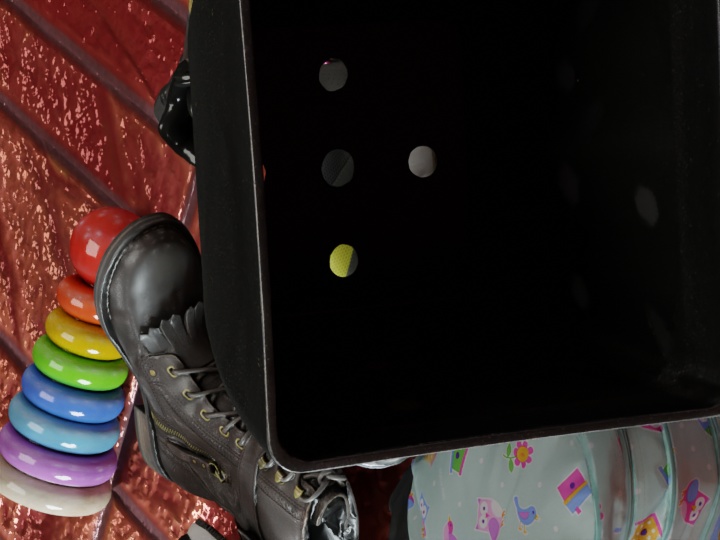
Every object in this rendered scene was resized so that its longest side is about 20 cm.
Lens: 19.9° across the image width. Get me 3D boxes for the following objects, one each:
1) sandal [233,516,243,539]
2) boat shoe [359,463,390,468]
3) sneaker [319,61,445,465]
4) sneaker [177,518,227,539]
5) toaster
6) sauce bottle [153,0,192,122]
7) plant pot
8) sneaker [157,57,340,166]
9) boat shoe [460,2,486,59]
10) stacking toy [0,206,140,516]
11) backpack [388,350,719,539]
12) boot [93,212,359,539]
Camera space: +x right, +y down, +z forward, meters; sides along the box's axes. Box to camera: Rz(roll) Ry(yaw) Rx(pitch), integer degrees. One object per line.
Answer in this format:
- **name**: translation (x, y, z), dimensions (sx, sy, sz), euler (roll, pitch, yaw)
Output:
- **sandal**: translation (-0.034, 0.074, 1.184), dimensions (0.075, 0.045, 0.201), euler (15, 101, 50)
- **boat shoe**: translation (0.000, 0.000, 1.052), dimensions (0.068, 0.071, 0.201), euler (164, 100, -79)
- **sneaker**: translation (-0.005, -0.006, 0.988), dimensions (0.074, 0.084, 0.201), euler (101, 167, -80)
- **sneaker**: translation (-0.094, 0.198, 1.165), dimensions (0.070, 0.090, 0.200), euler (44, 170, -4)
- **toaster**: translation (0.155, -0.031, 0.901), dimensions (0.200, 0.113, 0.130), euler (22, 112, 49)
- **sauce bottle**: translation (-0.063, -0.158, 1.193), dimensions (0.066, 0.066, 0.200), euler (56, 131, 32)
- **plant pot**: translation (0.022, -0.039, 0.842), dimensions (0.177, 0.199, 0.201), euler (-172, 77, -68)
- **sneaker**: translation (-0.048, -0.106, 1.092), dimensions (0.074, 0.088, 0.200), euler (42, 149, -14)
- **boat shoe**: translation (0.063, -0.118, 0.979), dimensions (0.063, 0.073, 0.201), euler (31, 119, 52)
- **stacking toy**: translation (-0.179, 0.055, 1.340), dimensions (0.085, 0.085, 0.201), euler (31, 108, 45)
- **backpack**: translation (0.100, 0.115, 0.956), dimensions (0.200, 0.126, 0.167), euler (-49, 57, 45)
- **boot**: translation (-0.062, 0.079, 1.109), dimensions (0.174, 0.069, 0.201), euler (34, 144, 45)
